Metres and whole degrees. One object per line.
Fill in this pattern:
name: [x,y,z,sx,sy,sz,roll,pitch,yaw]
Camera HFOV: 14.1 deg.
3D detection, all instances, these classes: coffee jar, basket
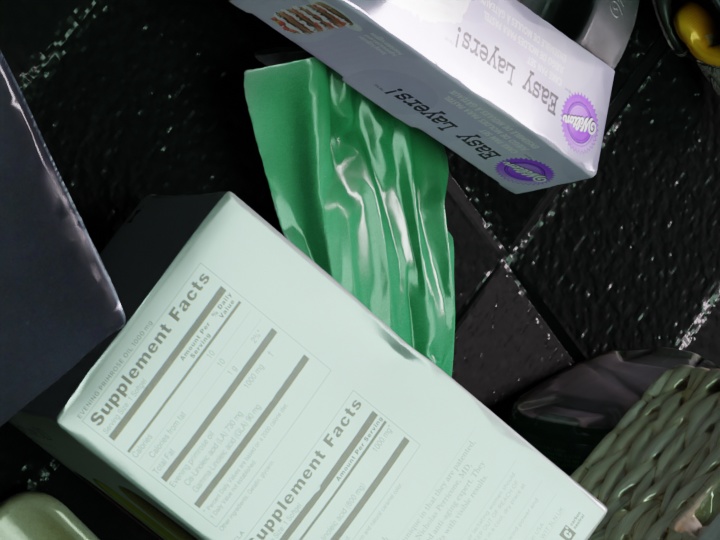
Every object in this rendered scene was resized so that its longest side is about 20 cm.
coffee jar: [0.129,0.144,1.344,0.104,0.085,0.200,-25,114,-43]
basket: [0.176,0.149,1.246,0.136,0.123,0.200,-46,125,-24]

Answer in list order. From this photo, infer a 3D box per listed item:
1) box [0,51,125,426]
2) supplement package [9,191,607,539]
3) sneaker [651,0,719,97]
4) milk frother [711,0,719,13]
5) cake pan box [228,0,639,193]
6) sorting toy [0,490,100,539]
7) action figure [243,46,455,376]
box: [-0.220,0.013,0.939,0.200,0.197,0.118,-41,124,-28]
supplement package: [-0.026,0.072,1.132,0.200,0.114,0.110,40,77,-16]
sneaker: [0.163,-0.116,1.296,0.200,0.078,0.082,55,44,-55]
milk frother: [0.143,-0.185,1.131,0.200,0.180,0.188,49,49,-9]
cake pan box: [0.041,-0.152,1.200,0.200,0.052,0.185,32,63,-41]
sorting toy: [-0.128,0.217,1.136,0.185,0.036,0.200,47,69,-18]
action figure: [0.000,0.000,1.223,0.118,0.055,0.200,-19,107,-39]
